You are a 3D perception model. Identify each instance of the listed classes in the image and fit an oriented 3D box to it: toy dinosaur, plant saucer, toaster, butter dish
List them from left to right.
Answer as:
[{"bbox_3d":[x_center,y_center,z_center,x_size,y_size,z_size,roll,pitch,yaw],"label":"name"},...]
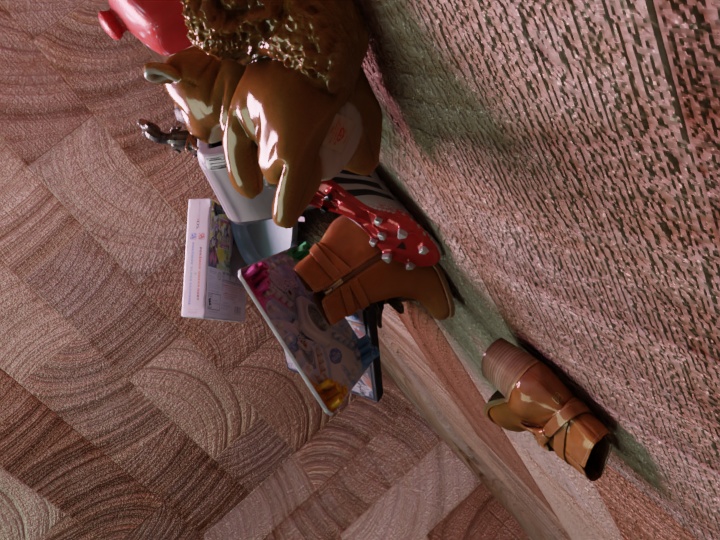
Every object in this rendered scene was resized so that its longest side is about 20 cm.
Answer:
[{"bbox_3d":[-0.316,-0.396,0.939,0.201,0.147,0.199,52,172,-6],"label":"butter dish"},{"bbox_3d":[-0.233,-0.195,0.971,0.088,0.195,0.049,-73,-11,-82],"label":"toy dinosaur"},{"bbox_3d":[-0.127,-0.146,0.836,0.130,0.195,0.116,66,-165,-52],"label":"toaster"},{"bbox_3d":[-0.149,-0.093,0.991,0.198,0.027,0.205,16,111,50],"label":"plant saucer"},{"bbox_3d":[-0.102,-0.013,1.113,0.196,0.122,0.180,9,170,27],"label":"toaster"}]

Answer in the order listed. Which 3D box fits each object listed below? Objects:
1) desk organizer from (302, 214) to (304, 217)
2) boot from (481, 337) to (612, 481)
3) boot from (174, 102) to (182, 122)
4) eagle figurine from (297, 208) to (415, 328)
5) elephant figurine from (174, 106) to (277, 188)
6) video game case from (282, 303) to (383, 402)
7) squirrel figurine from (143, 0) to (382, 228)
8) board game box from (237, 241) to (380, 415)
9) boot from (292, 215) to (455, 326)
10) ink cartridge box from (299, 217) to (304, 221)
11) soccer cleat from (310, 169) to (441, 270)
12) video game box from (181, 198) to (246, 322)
[{"bbox_3d":[-0.131,-0.157,1.135,0.075,0.073,0.200,6,-160,-30],"label":"desk organizer"},{"bbox_3d":[0.217,0.173,0.732,0.155,0.076,0.202,41,161,37],"label":"boot"},{"bbox_3d":[-0.183,-0.235,0.907,0.145,0.071,0.201,49,136,5],"label":"boot"},{"bbox_3d":[0.000,-0.006,0.978,0.200,0.149,0.153,52,-165,-51],"label":"eagle figurine"},{"bbox_3d":[-0.125,-0.197,0.698,0.200,0.155,0.142,45,178,21],"label":"elephant figurine"},{"bbox_3d":[-0.053,0.108,1.015,0.177,0.026,0.203,15,133,24],"label":"video game case"},{"bbox_3d":[-0.087,-0.165,0.536,0.184,0.141,0.203,30,139,22],"label":"squirrel figurine"},{"bbox_3d":[-0.056,0.062,0.835,0.202,0.026,0.200,57,-161,-1],"label":"board game box"},{"bbox_3d":[0.019,0.022,0.825,0.201,0.154,0.074,51,165,-9],"label":"boot"},{"bbox_3d":[-0.070,-0.060,1.315,0.201,0.083,0.145,56,172,-35],"label":"ink cartridge box"},{"bbox_3d":[0.016,-0.077,0.762,0.197,0.086,0.069,30,143,-2],"label":"soccer cleat"},{"bbox_3d":[-0.239,-0.010,1.080,0.200,0.046,0.187,41,-128,-80],"label":"video game box"}]
